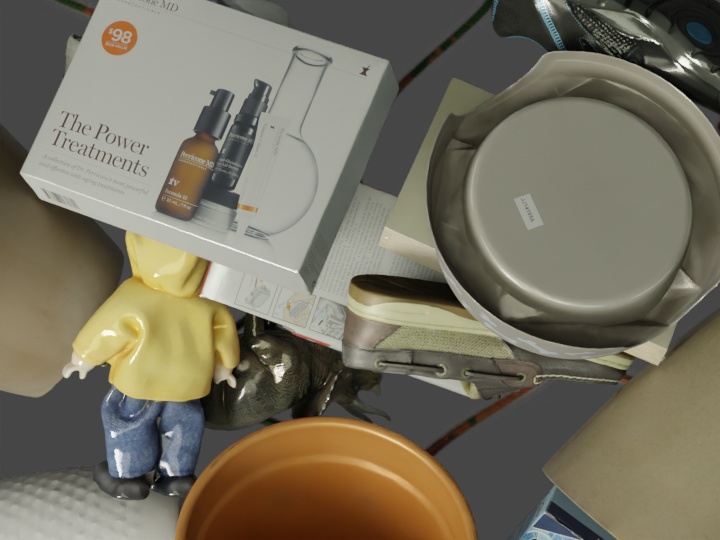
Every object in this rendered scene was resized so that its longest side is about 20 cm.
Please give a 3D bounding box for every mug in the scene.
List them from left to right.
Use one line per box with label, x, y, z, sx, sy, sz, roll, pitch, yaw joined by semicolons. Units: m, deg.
mug;-0.189;0.226;1.646;0.174;0.148;0.201;-13;132;9

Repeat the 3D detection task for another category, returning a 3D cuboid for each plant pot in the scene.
plant pot;-0.261;-0.005;1.576;0.173;0.200;0.200;33;107;-17
plant pot;-0.024;0.218;1.575;0.199;0.201;0.140;12;145;6
plant pot;0.250;0.105;1.529;0.187;0.187;0.200;36;94;-1

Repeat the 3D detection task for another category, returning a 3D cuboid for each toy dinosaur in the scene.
toy dinosaur;-0.086;0.069;1.613;0.199;0.077;0.103;-8;89;7

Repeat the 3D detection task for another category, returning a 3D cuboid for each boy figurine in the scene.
boy figurine;-0.137;0.050;1.547;0.124;0.064;0.201;-2;104;-28

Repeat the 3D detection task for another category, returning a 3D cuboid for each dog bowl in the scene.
dog bowl;0.134;-0.036;1.479;0.199;0.059;0.201;2;68;-6

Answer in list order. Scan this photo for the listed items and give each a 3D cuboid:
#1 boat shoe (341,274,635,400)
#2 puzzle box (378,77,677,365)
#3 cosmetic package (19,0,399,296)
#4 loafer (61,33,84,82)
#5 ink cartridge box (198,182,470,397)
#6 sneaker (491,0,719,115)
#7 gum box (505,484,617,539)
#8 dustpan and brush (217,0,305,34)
boat shoe;0.079;0.050;1.522;0.199;0.073;0.065;13;106;-16
puzzle box;0.126;-0.033;1.534;0.199;0.133;0.025;24;148;3
cosmetic package;-0.095;-0.089;1.500;0.199;0.052;0.151;19;74;15
loafer;-0.103;-0.131;1.568;0.199;0.070;0.070;-2;110;9
ink cartridge box;0.000;0.000;1.559;0.199;0.050;0.110;20;90;-11
sneaker;0.179;-0.148;1.530;0.199;0.073;0.082;32;129;1
gum box;0.144;0.264;1.615;0.170;0.045;0.200;36;124;-1
dustpan and brush;-0.115;-0.207;1.542;0.199;0.139;0.058;19;88;-25
